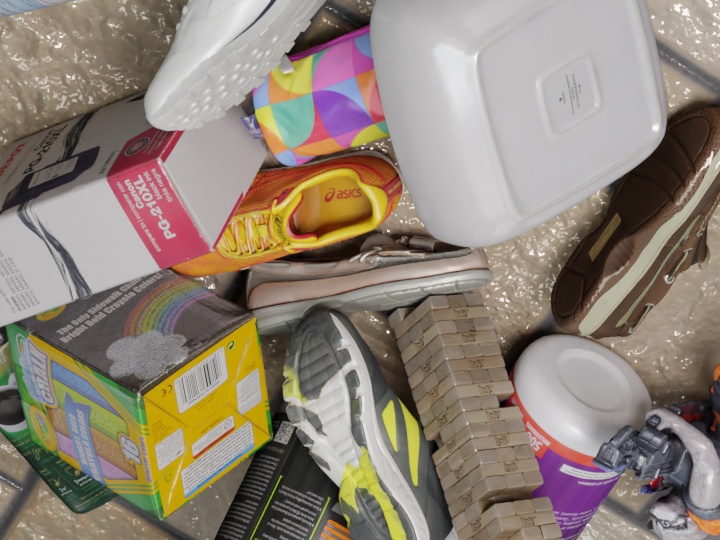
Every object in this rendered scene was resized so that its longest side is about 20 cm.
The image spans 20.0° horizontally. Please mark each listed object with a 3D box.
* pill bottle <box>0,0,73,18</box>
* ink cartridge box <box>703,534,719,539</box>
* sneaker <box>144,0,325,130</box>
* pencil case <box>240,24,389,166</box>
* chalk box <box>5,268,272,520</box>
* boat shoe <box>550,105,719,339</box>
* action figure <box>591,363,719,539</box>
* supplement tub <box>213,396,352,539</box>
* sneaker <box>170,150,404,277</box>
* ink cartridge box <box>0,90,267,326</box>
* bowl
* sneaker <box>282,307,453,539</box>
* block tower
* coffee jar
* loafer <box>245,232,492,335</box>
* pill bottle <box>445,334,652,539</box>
[{"bbox_3d":[-0.194,-0.238,1.375,0.198,0.109,0.109,-9,121,26],"label":"pill bottle"},{"bbox_3d":[0.341,0.258,1.609,0.199,0.044,0.174,-32,111,31],"label":"ink cartridge box"},{"bbox_3d":[-0.083,-0.181,1.381,0.080,0.076,0.200,44,95,12],"label":"sneaker"},{"bbox_3d":[0.015,-0.134,1.412,0.198,0.089,0.089,-15,118,23],"label":"pencil case"},{"bbox_3d":[-0.181,0.073,1.538,0.199,0.124,0.125,26,136,37],"label":"chalk box"},{"bbox_3d":[0.216,-0.030,1.442,0.074,0.075,0.203,17,129,-26],"label":"boat shoe"},{"bbox_3d":[0.255,0.121,1.448,0.104,0.199,0.195,38,117,25],"label":"action figure"},{"bbox_3d":[-0.042,0.199,1.568,0.122,0.201,0.123,25,167,6],"label":"supplement tub"},{"bbox_3d":[-0.066,-0.041,1.495,0.199,0.077,0.074,-19,101,24],"label":"sneaker"},{"bbox_3d":[-0.186,-0.054,1.483,0.199,0.145,0.085,-18,116,26],"label":"ink cartridge box"},{"bbox_3d":[0.116,-0.121,1.321,0.075,0.199,0.201,32,145,52],"label":"bowl"},{"bbox_3d":[0.008,0.121,1.498,0.074,0.084,0.202,-21,88,35],"label":"sneaker"},{"bbox_3d":[0.082,0.111,1.480,0.054,0.202,0.058,-2,153,-35],"label":"block tower"},{"bbox_3d":[-0.255,0.096,1.643,0.104,0.086,0.200,-29,113,32],"label":"coffee jar"},{"bbox_3d":[0.000,0.000,1.518,0.198,0.072,0.064,-13,78,23],"label":"loafer"},{"bbox_3d":[0.133,0.152,1.553,0.112,0.113,0.201,26,126,-3],"label":"pill bottle"}]
